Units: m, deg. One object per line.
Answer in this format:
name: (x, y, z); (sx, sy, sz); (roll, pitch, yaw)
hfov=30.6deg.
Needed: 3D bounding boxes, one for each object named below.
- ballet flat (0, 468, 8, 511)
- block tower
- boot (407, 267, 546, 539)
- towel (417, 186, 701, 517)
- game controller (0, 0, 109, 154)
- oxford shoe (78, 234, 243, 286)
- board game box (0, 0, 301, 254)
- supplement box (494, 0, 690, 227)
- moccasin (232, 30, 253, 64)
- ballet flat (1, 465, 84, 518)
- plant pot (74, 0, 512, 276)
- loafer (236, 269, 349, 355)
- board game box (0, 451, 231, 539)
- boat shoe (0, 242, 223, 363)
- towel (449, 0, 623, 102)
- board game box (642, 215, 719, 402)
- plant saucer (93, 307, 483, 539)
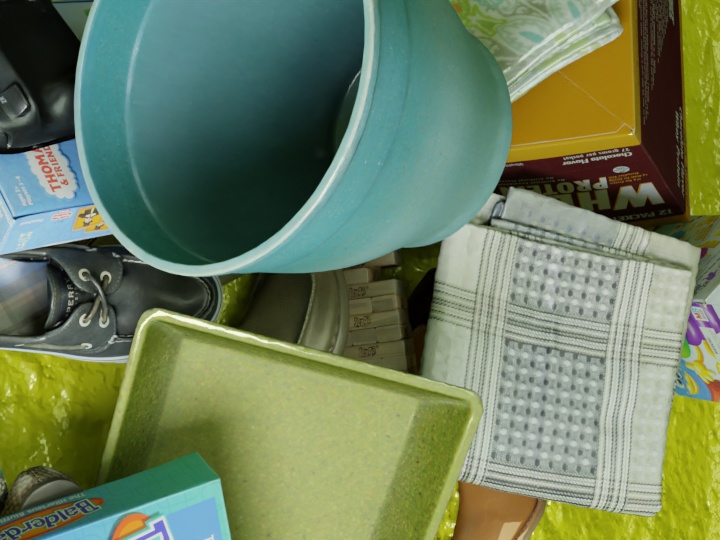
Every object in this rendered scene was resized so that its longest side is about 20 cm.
ballet flat: (-0.254, 0.068, 0.667); (0.201, 0.067, 0.075); (59, 27, -20)
block tower: (0.000, 0.000, 0.911); (0.054, 0.057, 0.202); (9, 74, -81)
boot: (0.069, 0.112, 0.964); (0.154, 0.073, 0.201); (37, 59, -24)
towel: (0.133, 0.052, 0.888); (0.190, 0.035, 0.202); (13, 80, -11)
game controller: (-0.218, -0.149, 0.719); (0.201, 0.042, 0.104); (53, 30, 10)
oxford shoe: (-0.105, -0.016, 0.817); (0.200, 0.074, 0.071); (-37, 109, -39)
board game box: (-0.151, -0.093, 0.773); (0.199, 0.037, 0.152); (-12, 62, -43)
supplement box: (0.162, -0.151, 0.993); (0.200, 0.131, 0.200); (31, 57, -61)
moccasin: (-0.072, -0.168, 0.803); (0.078, 0.073, 0.202); (-45, 133, -16)
ballet flat: (-0.160, 0.200, 0.742); (0.067, 0.046, 0.202); (-26, 113, -33)
plant pot: (-0.019, -0.088, 0.712); (0.187, 0.198, 0.203); (11, 75, -53)
loafer: (-0.063, 0.068, 0.840); (0.067, 0.076, 0.202); (30, 64, -40)
board game box: (-0.158, 0.199, 0.687); (0.198, 0.045, 0.154); (-17, 109, -23)
boat shoe: (-0.168, 0.017, 0.727); (0.198, 0.057, 0.070); (0, 87, -22)
towel: (0.053, -0.192, 0.860); (0.170, 0.048, 0.201); (-34, 78, -14)
board game box: (0.254, 0.027, 1.035); (0.105, 0.199, 0.103); (-40, 109, -20)
plant saucer: (-0.053, 0.125, 0.770); (0.198, 0.048, 0.202); (15, 110, -10)
